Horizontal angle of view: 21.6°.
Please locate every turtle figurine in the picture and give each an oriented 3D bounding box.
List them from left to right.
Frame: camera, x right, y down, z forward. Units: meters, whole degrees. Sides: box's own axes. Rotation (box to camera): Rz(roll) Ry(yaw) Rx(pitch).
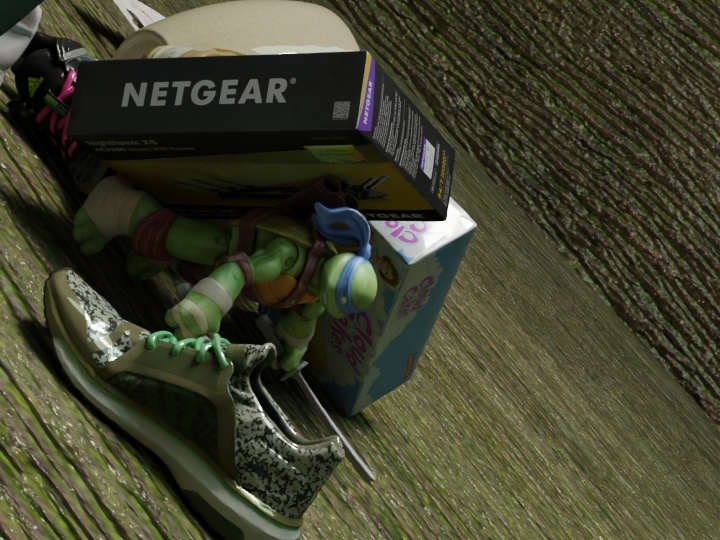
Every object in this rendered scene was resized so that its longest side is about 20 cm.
[{"bbox_3d":[-0.090,0.030,1.173,0.193,0.201,0.144,24,28,33],"label":"turtle figurine"}]

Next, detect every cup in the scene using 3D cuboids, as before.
[{"bbox_3d":[-0.112,-0.118,1.426,0.143,0.201,0.201,10,31,-40],"label":"cup"}]

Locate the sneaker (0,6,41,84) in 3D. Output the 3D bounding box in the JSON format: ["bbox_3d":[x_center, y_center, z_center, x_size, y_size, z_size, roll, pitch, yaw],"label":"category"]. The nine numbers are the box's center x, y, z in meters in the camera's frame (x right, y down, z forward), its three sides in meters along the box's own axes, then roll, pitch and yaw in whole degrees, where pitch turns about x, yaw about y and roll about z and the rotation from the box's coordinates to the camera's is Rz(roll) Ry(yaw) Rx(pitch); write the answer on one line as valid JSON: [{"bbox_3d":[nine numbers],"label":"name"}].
[{"bbox_3d":[-0.304,-0.210,1.280,0.200,0.080,0.071,37,14,-28],"label":"sneaker"}]

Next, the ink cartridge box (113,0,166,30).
[{"bbox_3d":[-0.174,-0.190,1.821,0.200,0.050,0.161,24,22,-52],"label":"ink cartridge box"}]

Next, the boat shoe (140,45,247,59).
[{"bbox_3d":[-0.061,-0.103,1.306,0.199,0.075,0.066,15,-9,-39],"label":"boat shoe"}]

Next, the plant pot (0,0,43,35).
[{"bbox_3d":[-0.277,-0.215,1.155,0.200,0.161,0.201,42,14,-13],"label":"plant pot"}]

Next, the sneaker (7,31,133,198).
[{"bbox_3d":[-0.201,-0.111,1.315,0.087,0.074,0.200,33,13,-31],"label":"sneaker"}]

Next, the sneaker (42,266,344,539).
[{"bbox_3d":[-0.086,0.060,1.021,0.200,0.089,0.077,44,10,3],"label":"sneaker"}]

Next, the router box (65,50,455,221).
[{"bbox_3d":[-0.059,-0.080,1.184,0.199,0.053,0.157,1,-18,24],"label":"router box"}]

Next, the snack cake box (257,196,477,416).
[{"bbox_3d":[0.000,0.000,1.341,0.115,0.067,0.200,48,-32,20],"label":"snack cake box"}]
